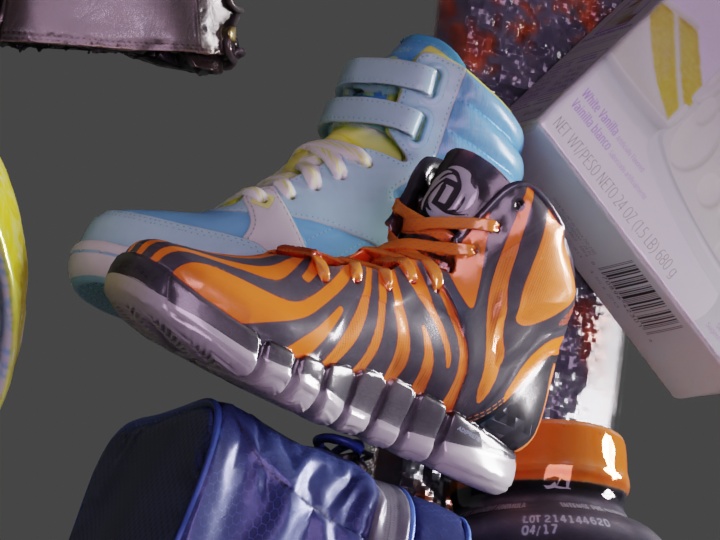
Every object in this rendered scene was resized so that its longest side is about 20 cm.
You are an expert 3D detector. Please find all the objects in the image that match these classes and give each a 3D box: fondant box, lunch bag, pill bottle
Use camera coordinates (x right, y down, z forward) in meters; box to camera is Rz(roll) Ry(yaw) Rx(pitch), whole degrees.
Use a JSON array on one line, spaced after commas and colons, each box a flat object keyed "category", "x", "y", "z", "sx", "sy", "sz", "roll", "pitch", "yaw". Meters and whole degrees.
[{"category": "fondant box", "x": 0.168, "y": -0.065, "z": 1.138, "sx": 0.200, "sy": 0.058, "sz": 0.145, "roll": -43, "pitch": 102, "yaw": -23}, {"category": "lunch bag", "x": -0.044, "y": 0.148, "z": 0.975, "sx": 0.132, "sy": 0.136, "sz": 0.201, "roll": 29, "pitch": 72, "yaw": -18}, {"category": "pill bottle", "x": 0.072, "y": 0.162, "z": 1.032, "sx": 0.105, "sy": 0.106, "sz": 0.202, "roll": 9, "pitch": 68, "yaw": -22}]

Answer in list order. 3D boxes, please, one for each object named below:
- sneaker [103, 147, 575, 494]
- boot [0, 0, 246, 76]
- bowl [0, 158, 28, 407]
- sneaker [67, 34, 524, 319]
[{"category": "sneaker", "x": 0.000, "y": 0.000, "z": 0.964, "sx": 0.199, "sy": 0.077, "sz": 0.113, "roll": 25, "pitch": 87, "yaw": -43}, {"category": "boot", "x": -0.063, "y": -0.165, "z": 1.052, "sx": 0.198, "sy": 0.069, "sz": 0.176, "roll": -5, "pitch": 91, "yaw": -20}, {"category": "bowl", "x": -0.202, "y": -0.019, "z": 0.929, "sx": 0.200, "sy": 0.200, "sz": 0.108, "roll": 43, "pitch": 27, "yaw": -13}, {"category": "sneaker", "x": -0.019, "y": -0.035, "z": 1.042, "sx": 0.199, "sy": 0.079, "sz": 0.132, "roll": 9, "pitch": 82, "yaw": -32}]
